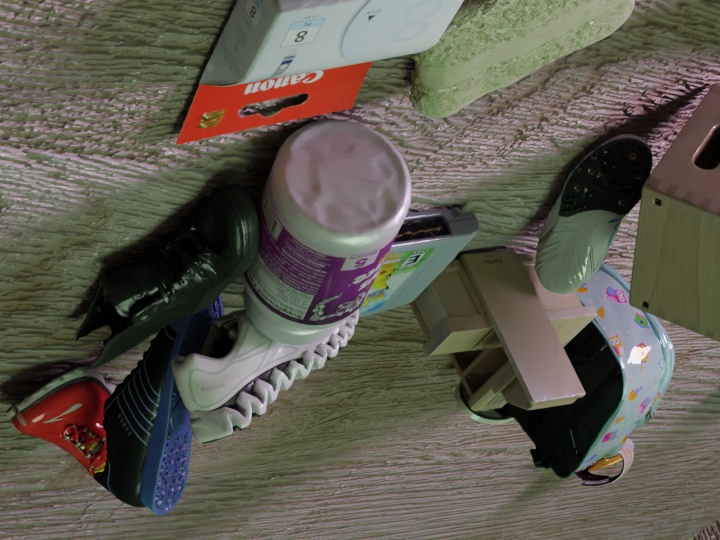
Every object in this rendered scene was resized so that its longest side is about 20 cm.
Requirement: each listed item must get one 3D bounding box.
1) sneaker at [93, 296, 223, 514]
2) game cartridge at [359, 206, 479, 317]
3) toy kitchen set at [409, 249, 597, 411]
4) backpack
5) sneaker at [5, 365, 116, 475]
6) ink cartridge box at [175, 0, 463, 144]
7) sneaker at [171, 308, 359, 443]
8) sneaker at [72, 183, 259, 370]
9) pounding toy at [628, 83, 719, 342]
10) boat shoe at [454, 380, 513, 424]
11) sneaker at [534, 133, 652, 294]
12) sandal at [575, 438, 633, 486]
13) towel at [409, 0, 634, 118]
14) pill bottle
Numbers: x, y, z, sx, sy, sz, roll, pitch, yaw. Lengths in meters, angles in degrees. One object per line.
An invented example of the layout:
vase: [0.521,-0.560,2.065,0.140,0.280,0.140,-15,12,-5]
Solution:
sneaker: [-0.176,0.102,1.738,0.070,0.077,0.202,4,102,-63]
game cartridge: [0.000,0.000,1.828,0.199,0.041,0.133,-9,156,-40]
toy kitchen set: [0.119,0.100,2.007,0.199,0.164,0.181,-4,148,-40]
backpack: [0.238,0.093,2.141,0.152,0.176,0.201,-22,152,-29]
sneaker: [-0.234,0.141,1.797,0.077,0.085,0.200,-33,159,14]
ink cartridge box: [-0.029,-0.146,1.432,0.159,0.048,0.200,-15,154,-31]
sneaker: [-0.078,0.061,1.720,0.200,0.082,0.075,-38,-167,-38]
sneaker: [-0.156,0.007,1.616,0.104,0.060,0.200,-20,162,-32]
pounding toy: [0.321,-0.063,1.894,0.200,0.141,0.185,-51,154,-36]
boat shoe: [0.183,0.117,2.279,0.200,0.072,0.061,-15,156,-48]
sneaker: [0.219,-0.061,1.928,0.073,0.071,0.201,-65,-179,-45]
sandal: [0.324,0.267,2.812,0.079,0.060,0.206,-35,158,20]
towel: [0.127,-0.190,1.538,0.198,0.037,0.149,-25,158,-8]
pill bottle: [-0.034,-0.022,1.623,0.111,0.113,0.200,-18,157,-23]
